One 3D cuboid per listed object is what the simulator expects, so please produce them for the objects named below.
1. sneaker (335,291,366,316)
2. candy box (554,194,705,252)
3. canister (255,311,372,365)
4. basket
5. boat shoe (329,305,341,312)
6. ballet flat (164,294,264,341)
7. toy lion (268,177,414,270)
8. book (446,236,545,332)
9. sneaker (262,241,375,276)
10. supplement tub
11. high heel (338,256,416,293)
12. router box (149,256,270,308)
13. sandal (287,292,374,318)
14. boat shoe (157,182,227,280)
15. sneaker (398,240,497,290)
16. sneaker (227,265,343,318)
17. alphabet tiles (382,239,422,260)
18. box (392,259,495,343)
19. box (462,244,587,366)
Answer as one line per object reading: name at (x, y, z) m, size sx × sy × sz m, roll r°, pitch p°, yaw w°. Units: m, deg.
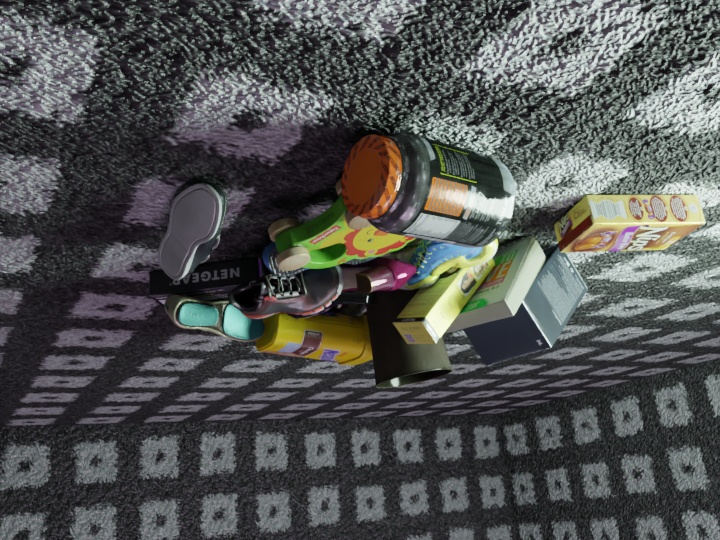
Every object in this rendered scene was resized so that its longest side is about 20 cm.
sneaker at (-0.028, 0.086, 1.450) m, size 0.087 × 0.074 × 0.200 m, roll 10°, pitch 151°, yaw -24°
candy box at (0.436, -0.076, 1.145) m, size 0.199 × 0.057 × 0.117 m, roll -3°, pitch 160°, yaw -12°
canister at (-0.085, 0.122, 1.332) m, size 0.199 × 0.087 × 0.148 m, roll 10°, pitch 162°, yaw -22°
basket at (0.075, 0.096, 1.253) m, size 0.135 × 0.201 × 0.180 m, roll -8°, pitch 164°, yaw -10°
boat shoe at (-0.072, 0.043, 1.316) m, size 0.067 × 0.072 × 0.200 m, roll -5°, pitch 164°, yaw -13°
ballet flat at (-0.259, 0.081, 1.242) m, size 0.069 × 0.070 × 0.200 m, roll -20°, pitch 152°, yaw 36°
toy lion at (-0.004, -0.057, 1.020) m, size 0.199 × 0.069 × 0.191 m, roll -29°, pitch 155°, yaw 23°
book at (0.227, 0.027, 1.206) m, size 0.133 × 0.048 × 0.200 m, roll -21°, pitch -161°, yaw 38°
sneaker at (-0.058, -0.041, 1.116) m, size 0.199 × 0.066 × 0.078 m, roll -12°, pitch -162°, yaw -12°
supplement tub at (0.084, -0.099, 0.868) m, size 0.199 × 0.123 × 0.122 m, roll 9°, pitch 157°, yaw -35°
high heel at (0.000, 0.000, 1.171) m, size 0.096 × 0.068 × 0.200 m, roll -16°, pitch -157°, yaw -32°
router box at (-0.258, 0.036, 1.270) m, size 0.199 × 0.051 × 0.149 m, roll -8°, pitch 159°, yaw 5°
sandal at (-0.076, 0.060, 1.209) m, size 0.199 × 0.048 × 0.075 m, roll 2°, pitch 176°, yaw 9°
boat shoe at (-0.228, -0.063, 0.984) m, size 0.060 × 0.076 × 0.200 m, roll -40°, pitch 179°, yaw -44°
sneaker at (0.114, -0.037, 1.133) m, size 0.199 × 0.076 × 0.105 m, roll -23°, pitch 139°, yaw 26°
sneaker at (-0.124, 0.035, 1.130) m, size 0.199 × 0.077 × 0.082 m, roll -18°, pitch 163°, yaw 18°
alphabet tiles at (0.061, -0.029, 1.236) m, size 0.194 × 0.015 × 0.200 m, roll -7°, pitch 161°, yaw 4°
box at (0.142, 0.037, 1.170) m, size 0.075 × 0.200 × 0.050 m, roll -9°, pitch 123°, yaw 51°
box at (0.296, 0.062, 1.279) m, size 0.148 × 0.107 × 0.200 m, roll -26°, pitch -168°, yaw 44°
